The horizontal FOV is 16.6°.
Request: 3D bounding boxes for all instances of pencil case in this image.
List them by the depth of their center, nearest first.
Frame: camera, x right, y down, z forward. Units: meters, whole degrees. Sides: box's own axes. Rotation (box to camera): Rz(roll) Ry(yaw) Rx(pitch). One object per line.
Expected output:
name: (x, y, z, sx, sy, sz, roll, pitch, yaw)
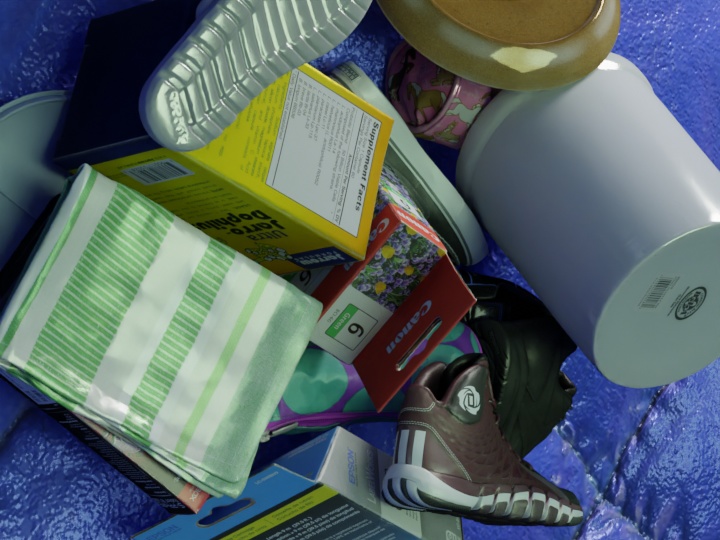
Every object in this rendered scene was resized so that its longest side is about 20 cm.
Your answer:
pencil case: (-0.011, 0.081, 1.774, 0.199, 0.085, 0.093, -3, 58, -22)
pencil case: (0.114, -0.129, 1.891, 0.200, 0.083, 0.087, 13, 123, -41)

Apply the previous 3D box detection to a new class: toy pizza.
toy pizza: (-0.208, -0.021, 1.660, 0.200, 0.032, 0.201, -5, 98, -39)

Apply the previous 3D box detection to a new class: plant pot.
plant pot: (0.103, -0.220, 1.819, 0.199, 0.028, 0.201, 9, 53, -13)

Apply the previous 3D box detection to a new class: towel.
towel: (-0.132, 0.040, 1.604, 0.200, 0.023, 0.153, 32, 72, -23)

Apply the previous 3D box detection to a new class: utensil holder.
utensil holder: (0.190, -0.036, 1.816, 0.169, 0.200, 0.170, -20, 138, -19)

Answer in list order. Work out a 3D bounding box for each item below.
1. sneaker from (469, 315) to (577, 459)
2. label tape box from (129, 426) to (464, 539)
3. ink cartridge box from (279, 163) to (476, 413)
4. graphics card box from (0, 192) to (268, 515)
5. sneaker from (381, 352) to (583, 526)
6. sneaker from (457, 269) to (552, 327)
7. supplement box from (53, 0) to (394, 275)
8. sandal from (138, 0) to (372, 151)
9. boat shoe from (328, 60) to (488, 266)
sneaker: (0.118, 0.113, 1.876, 0.090, 0.076, 0.200, -12, 141, -25)
label tape box: (-0.043, 0.174, 1.746, 0.200, 0.144, 0.063, 33, 41, -38)
ink cartridge box: (0.000, 0.000, 1.711, 0.050, 0.200, 0.109, 33, 104, -31)
graphics card box: (-0.154, 0.055, 1.633, 0.200, 0.051, 0.126, 42, 69, -19)
sneaker: (0.096, 0.120, 1.750, 0.200, 0.075, 0.116, 17, 74, -51)
sneaker: (0.059, 0.026, 1.864, 0.199, 0.078, 0.070, 3, 93, -41)
supplement box: (-0.090, -0.087, 1.662, 0.200, 0.109, 0.109, 31, 63, -38)
sandal: (-0.073, -0.156, 1.578, 0.203, 0.050, 0.083, -41, 119, -26)
boat shoe: (0.024, -0.069, 1.838, 0.057, 0.069, 0.200, -42, 121, -7)
